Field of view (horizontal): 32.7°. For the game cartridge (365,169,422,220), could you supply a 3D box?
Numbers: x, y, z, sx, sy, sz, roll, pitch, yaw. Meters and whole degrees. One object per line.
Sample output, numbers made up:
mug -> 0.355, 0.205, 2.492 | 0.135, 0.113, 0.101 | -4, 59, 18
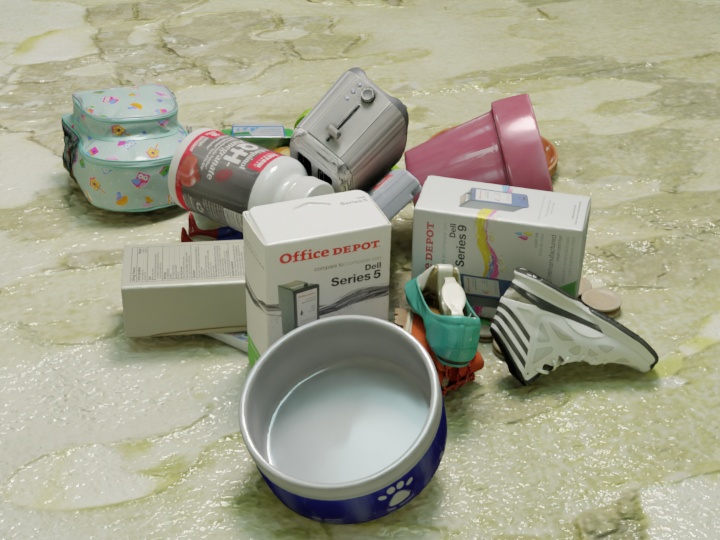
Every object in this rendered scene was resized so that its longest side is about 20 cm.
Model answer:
game cartridge -> 0.009, -0.070, 1.515 | 0.041, 0.133, 0.200 | 43, 0, -6

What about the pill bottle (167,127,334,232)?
pill bottle -> -0.135, -0.101, 1.543 | 0.200, 0.111, 0.111 | 22, 37, 27

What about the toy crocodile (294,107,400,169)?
toy crocodile -> -0.005, -0.163, 1.736 | 0.200, 0.062, 0.068 | 35, 28, -20

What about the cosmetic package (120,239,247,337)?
cosmetic package -> -0.180, 0.019, 1.452 | 0.200, 0.073, 0.104 | -3, 31, -6

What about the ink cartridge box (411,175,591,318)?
ink cartridge box -> 0.164, -0.022, 1.461 | 0.200, 0.146, 0.088 | 10, 35, 12

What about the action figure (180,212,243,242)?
action figure -> -0.134, -0.047, 1.622 | 0.200, 0.052, 0.065 | 6, 27, 4

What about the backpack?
backpack -> -0.321, -0.171, 1.723 | 0.176, 0.153, 0.200 | -7, 39, -23

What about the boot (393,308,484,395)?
boot -> 0.084, 0.108, 1.354 | 0.107, 0.075, 0.200 | 8, 31, 1

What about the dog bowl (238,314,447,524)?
dog bowl -> -0.015, 0.146, 1.215 | 0.200, 0.079, 0.200 | -7, 51, 8

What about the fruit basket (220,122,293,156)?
fruit basket -> -0.138, -0.138, 1.708 | 0.185, 0.094, 0.200 | -1, 25, -6

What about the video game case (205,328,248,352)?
video game case -> -0.163, 0.034, 1.515 | 0.200, 0.018, 0.143 | 20, 37, 28

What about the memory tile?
memory tile -> 0.209, 0.043, 1.511 | 0.200, 0.017, 0.153 | -21, 38, -31

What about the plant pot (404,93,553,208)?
plant pot -> 0.159, -0.117, 1.623 | 0.179, 0.200, 0.200 | -13, 31, 7

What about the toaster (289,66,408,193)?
toaster -> -0.017, -0.162, 1.593 | 0.114, 0.200, 0.129 | 41, 75, 10

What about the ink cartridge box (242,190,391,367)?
ink cartridge box -> -0.048, 0.026, 1.357 | 0.145, 0.200, 0.084 | -11, 34, -18

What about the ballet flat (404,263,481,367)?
ballet flat -> 0.096, 0.033, 1.363 | 0.067, 0.071, 0.200 | 7, 22, -12

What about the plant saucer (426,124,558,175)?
plant saucer -> 0.195, -0.167, 1.837 | 0.200, 0.032, 0.200 | 1, 31, -1

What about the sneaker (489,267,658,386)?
sneaker -> 0.234, 0.090, 1.394 | 0.200, 0.115, 0.076 | 29, 4, -12
